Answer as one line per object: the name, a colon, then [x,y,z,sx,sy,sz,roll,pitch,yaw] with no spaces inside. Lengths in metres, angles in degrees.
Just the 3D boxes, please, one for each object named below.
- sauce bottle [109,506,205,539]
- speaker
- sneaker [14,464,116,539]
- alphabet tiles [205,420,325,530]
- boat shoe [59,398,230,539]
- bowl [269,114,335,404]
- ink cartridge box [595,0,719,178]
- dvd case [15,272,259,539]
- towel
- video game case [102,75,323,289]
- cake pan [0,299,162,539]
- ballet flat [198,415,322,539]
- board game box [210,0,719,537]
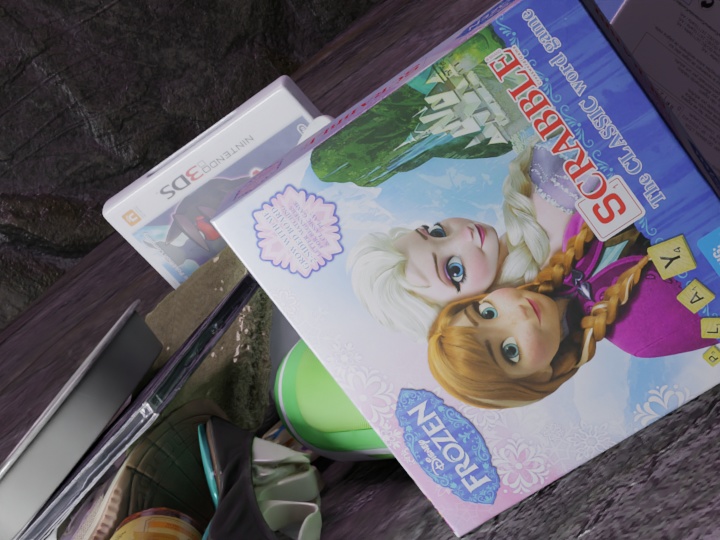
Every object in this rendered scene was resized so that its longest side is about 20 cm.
sauce bottle: [-0.110,0.195,0.855,0.066,0.066,0.200,-36,19,9]
speaker: [0.026,0.062,0.916,0.088,0.089,0.200,-43,12,-26]
sneaker: [-0.243,0.200,1.218,0.115,0.074,0.200,-32,14,11]
alphabet tiles: [-0.089,0.156,1.067,0.195,0.015,0.200,-41,12,-16]
boat shoe: [-0.145,0.160,0.997,0.065,0.072,0.200,-15,36,44]
bowl: [0.000,0.000,1.120,0.201,0.090,0.202,-172,90,-75]
ink cartridge box: [0.151,-0.067,0.836,0.200,0.136,0.076,-56,12,-6]
dvd case: [-0.147,0.099,1.044,0.200,0.016,0.149,-45,6,37]
towel: [-0.111,0.068,1.151,0.148,0.036,0.200,-41,31,32]
video game case: [-0.062,-0.024,1.229,0.182,0.200,0.023,-32,25,23]
cake pan: [-0.202,0.108,1.116,0.200,0.037,0.200,-51,6,7]
ballet flat: [-0.056,0.139,0.918,0.068,0.068,0.200,-11,24,-1]
board game box: [0.068,-0.005,0.759,0.199,0.200,0.041,-34,12,19]
